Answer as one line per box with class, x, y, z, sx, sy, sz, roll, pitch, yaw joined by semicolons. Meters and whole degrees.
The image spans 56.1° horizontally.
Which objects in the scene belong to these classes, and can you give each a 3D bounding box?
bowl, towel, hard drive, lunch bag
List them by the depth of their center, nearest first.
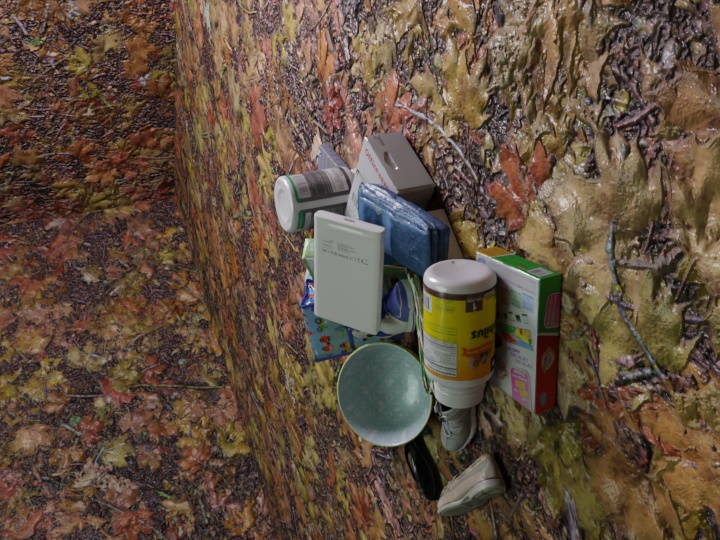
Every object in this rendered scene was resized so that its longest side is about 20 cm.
towel;0.065;-0.064;1.131;0.199;0.048;0.114;35;139;41
hard drive;-0.021;0.005;1.184;0.129;0.027;0.205;16;122;23
towel;0.113;0.112;1.188;0.152;0.023;0.206;31;-130;-77
bowl;0.059;0.234;1.350;0.107;0.195;0.206;-18;-82;-71
lunch bag;-0.011;0.097;1.401;0.095;0.194;0.154;-83;-15;-54

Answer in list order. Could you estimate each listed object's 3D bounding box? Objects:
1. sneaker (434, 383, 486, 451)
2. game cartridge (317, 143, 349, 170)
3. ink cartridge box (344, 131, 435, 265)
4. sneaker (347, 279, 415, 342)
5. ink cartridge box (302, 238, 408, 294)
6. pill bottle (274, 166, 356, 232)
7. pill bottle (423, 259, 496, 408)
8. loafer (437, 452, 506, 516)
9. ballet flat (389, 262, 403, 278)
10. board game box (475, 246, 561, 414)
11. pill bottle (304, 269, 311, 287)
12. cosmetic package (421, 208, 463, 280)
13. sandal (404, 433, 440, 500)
sneaker;0.158;0.238;1.180;0.075;0.080;0.204;50;144;48
game cartridge;-0.065;-0.175;1.579;0.130;0.038;0.204;49;143;43
ink cartridge box;0.050;-0.131;1.259;0.147;0.082;0.202;62;152;31
sneaker;0.034;0.088;1.263;0.200;0.112;0.083;111;155;-66
ink cartridge box;0.000;0.000;1.273;0.146;0.194;0.049;70;-154;-61
pill bottle;-0.069;-0.149;1.385;0.113;0.195;0.116;40;136;55
pill bottle;0.147;0.095;1.004;0.109;0.107;0.206;34;132;58
loafer;0.194;0.383;1.200;0.201;0.070;0.064;124;147;-51
ballet flat;0.022;-0.020;1.401;0.199;0.066;0.070;-160;61;-64
board game box;0.228;0.084;0.999;0.153;0.039;0.206;-146;49;-59
pill bottle;-0.046;0.035;1.530;0.199;0.108;0.114;-156;57;-62
cosmetic package;0.142;0.007;1.152;0.083;0.049;0.204;124;131;-60
sandal;0.111;0.382;1.407;0.077;0.042;0.204;117;136;-56
